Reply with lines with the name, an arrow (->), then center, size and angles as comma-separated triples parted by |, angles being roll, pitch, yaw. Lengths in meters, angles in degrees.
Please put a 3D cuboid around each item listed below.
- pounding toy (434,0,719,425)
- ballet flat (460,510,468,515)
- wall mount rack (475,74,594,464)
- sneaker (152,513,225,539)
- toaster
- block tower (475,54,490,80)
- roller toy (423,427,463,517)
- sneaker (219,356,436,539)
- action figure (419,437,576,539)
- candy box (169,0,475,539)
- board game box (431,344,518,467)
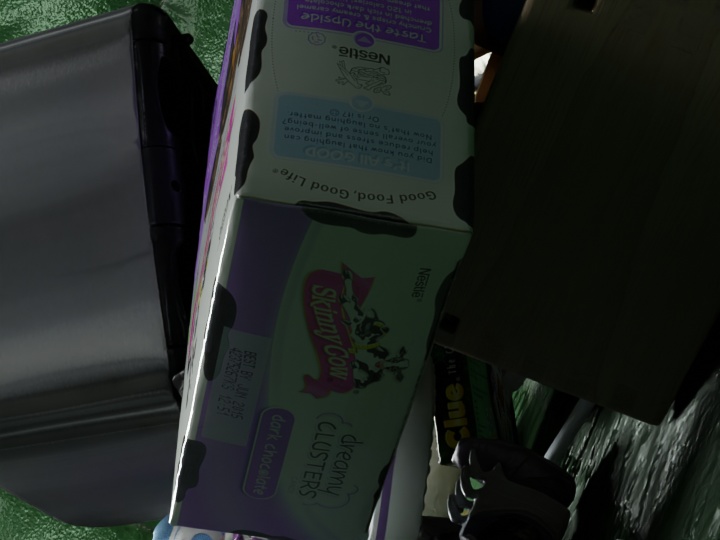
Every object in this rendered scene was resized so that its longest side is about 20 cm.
pounding toy -> 0.077, -0.071, 0.739 | 0.200, 0.141, 0.185 | -70, 1, -54
ballet flat -> 0.024, 0.180, 0.992 | 0.071, 0.070, 0.201 | -69, 0, -52
wall mount rack -> 0.082, 0.010, 0.919 | 0.200, 0.074, 0.175 | -81, -23, -59
sneaker -> -0.021, 0.166, 0.858 | 0.201, 0.072, 0.072 | 60, -157, -28
toaster -> -0.101, 0.003, 0.844 | 0.200, 0.118, 0.182 | 54, -155, -68
block tower -> 0.090, -0.145, 0.875 | 0.058, 0.054, 0.200 | -27, -5, -22
roller toy -> -0.002, 0.146, 1.155 | 0.200, 0.139, 0.184 | 73, -151, -77
sneaker -> -0.042, 0.112, 0.755 | 0.073, 0.114, 0.202 | -132, 59, -86
action figure -> 0.037, 0.145, 0.768 | 0.200, 0.069, 0.131 | -76, 11, -64
candy box -> -0.013, -0.036, 0.674 | 0.168, 0.071, 0.201 | 107, 169, -48
board game box -> 0.054, 0.045, 0.985 | 0.200, 0.023, 0.106 | 37, -133, -78
